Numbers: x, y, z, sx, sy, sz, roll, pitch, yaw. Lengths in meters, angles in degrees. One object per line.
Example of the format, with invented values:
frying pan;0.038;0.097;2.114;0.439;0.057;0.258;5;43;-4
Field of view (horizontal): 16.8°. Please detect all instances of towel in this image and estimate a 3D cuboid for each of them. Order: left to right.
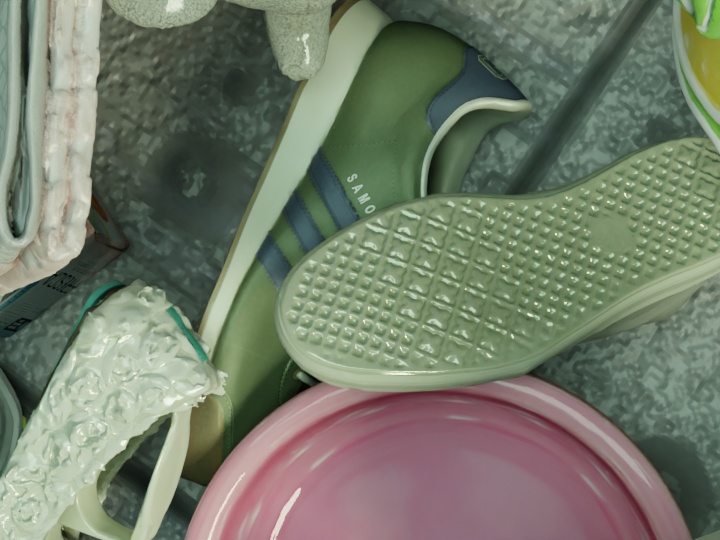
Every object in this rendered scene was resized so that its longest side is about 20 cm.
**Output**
towel;-0.119;-0.094;0.845;0.032;0.191;0.201;5;85;-16

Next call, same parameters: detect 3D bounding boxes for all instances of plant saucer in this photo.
plant saucer;0.031;0.130;0.923;0.200;0.051;0.201;1;95;8

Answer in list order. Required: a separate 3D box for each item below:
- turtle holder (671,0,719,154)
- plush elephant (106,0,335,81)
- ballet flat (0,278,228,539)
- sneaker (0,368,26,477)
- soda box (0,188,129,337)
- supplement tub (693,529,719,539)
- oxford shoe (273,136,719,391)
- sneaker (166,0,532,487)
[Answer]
turtle holder;0.170;-0.076;0.871;0.132;0.185;0.141;46;137;23
plush elephant;-0.025;-0.145;0.881;0.164;0.200;0.155;-2;68;1
ballet flat;-0.113;0.094;0.919;0.072;0.072;0.200;37;117;9
sneaker;-0.208;0.006;0.964;0.075;0.076;0.200;-44;79;5
soda box;-0.178;-0.073;0.973;0.068;0.064;0.200;-36;81;4
supplement tub;0.122;0.195;0.801;0.145;0.145;0.201;-23;84;6
oxford shoe;0.059;0.004;0.901;0.199;0.058;0.075;-18;74;-25
sneaker;0.000;0.000;0.939;0.090;0.067;0.201;21;87;12
